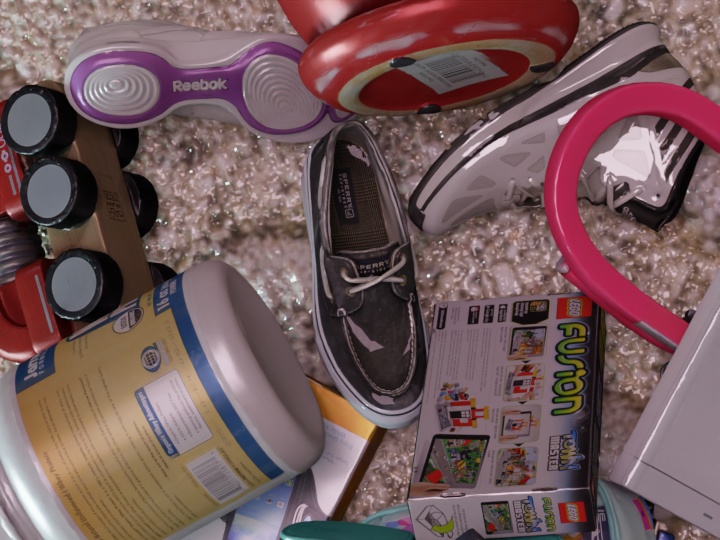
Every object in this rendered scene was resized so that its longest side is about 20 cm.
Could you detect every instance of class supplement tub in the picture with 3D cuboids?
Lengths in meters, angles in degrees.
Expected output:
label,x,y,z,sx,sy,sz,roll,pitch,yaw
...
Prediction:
label,x,y,z,sx,sy,sz,roll,pitch,yaw
supplement tub,-0.138,0.099,1.680,0.200,0.145,0.145,-29,78,9

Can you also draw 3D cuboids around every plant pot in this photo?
label,x,y,z,sx,sy,sz,roll,pitch,yaw
plant pot,0.032,-0.201,1.692,0.200,0.200,0.183,-12,77,9

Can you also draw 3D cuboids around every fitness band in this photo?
label,x,y,z,sx,sy,sz,roll,pitch,yaw
fitness band,0.202,-0.027,1.680,0.200,0.037,0.144,36,78,-13

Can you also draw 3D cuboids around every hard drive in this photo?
label,x,y,z,sx,sy,sz,roll,pitch,yaw
hard drive,0.250,0.067,1.667,0.132,0.027,0.200,29,88,-30

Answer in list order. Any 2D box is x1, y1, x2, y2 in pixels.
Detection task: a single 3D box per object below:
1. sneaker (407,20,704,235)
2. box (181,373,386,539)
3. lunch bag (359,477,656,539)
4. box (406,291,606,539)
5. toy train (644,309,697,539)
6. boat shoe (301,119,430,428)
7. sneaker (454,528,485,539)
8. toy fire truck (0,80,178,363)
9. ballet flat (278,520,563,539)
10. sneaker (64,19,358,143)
label,x,y,z,sx,sy,sz,roll,pitch,yaw
sneaker,0.134,-0.059,1.721,0.200,0.076,0.116,-35,76,2
box,-0.078,0.158,1.754,0.119,0.041,0.200,27,91,13
lunch bag,0.091,0.213,1.665,0.199,0.077,0.161,-14,69,27
box,0.092,0.086,1.661,0.110,0.200,0.035,-4,124,11
toy train,0.197,0.124,1.708,0.046,0.034,0.201,16,85,0
boat shoe,0.000,0.000,1.725,0.072,0.071,0.201,-13,73,-11
sneaker,0.067,0.243,1.551,0.082,0.070,0.201,-20,114,-5
toy fire truck,-0.244,-0.012,1.779,0.200,0.129,0.177,-24,74,26
ballet flat,0.040,0.188,1.628,0.199,0.070,0.066,1,103,33
sneaker,-0.094,-0.136,1.775,0.199,0.100,0.075,5,114,-11
